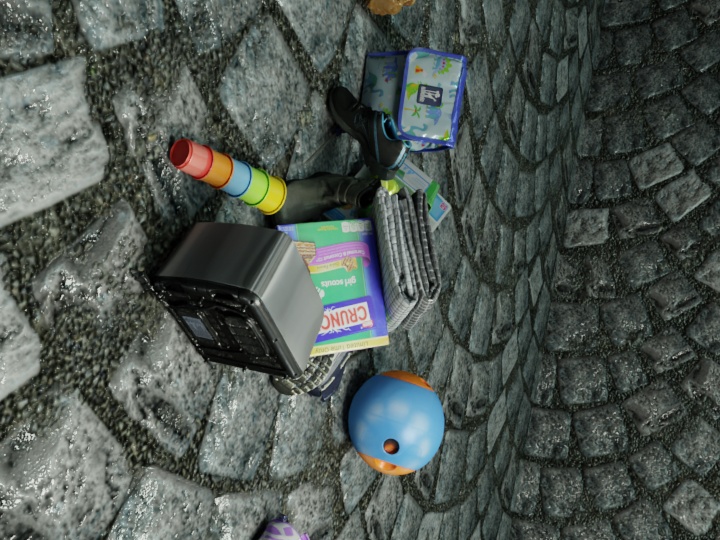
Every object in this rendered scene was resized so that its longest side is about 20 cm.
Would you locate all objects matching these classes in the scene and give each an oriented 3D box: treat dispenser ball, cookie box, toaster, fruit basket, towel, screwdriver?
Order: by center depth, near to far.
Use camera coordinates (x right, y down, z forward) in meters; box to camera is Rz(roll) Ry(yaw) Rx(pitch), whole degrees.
[{"bbox_3d":[-0.164,0.036,0.894,0.120,0.176,0.202,-64,147,-35],"label":"toaster"},{"bbox_3d":[-0.053,0.029,1.067,0.167,0.075,0.206,-6,85,-23],"label":"cookie box"},{"bbox_3d":[0.067,-0.019,1.096,0.166,0.083,0.206,113,-30,-70],"label":"towel"},{"bbox_3d":[-0.055,-0.235,1.193,0.200,0.028,0.028,-49,137,-40],"label":"screwdriver"},{"bbox_3d":[0.055,-0.118,1.248,0.201,0.184,0.094,-48,175,-34],"label":"fruit basket"},{"bbox_3d":[0.072,0.306,1.361,0.200,0.196,0.207,-21,115,-58],"label":"treat dispenser ball"}]

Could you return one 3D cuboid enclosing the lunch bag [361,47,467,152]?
[{"bbox_3d":[0.100,-0.319,1.276,0.127,0.195,0.175,11,87,-61],"label":"lunch bag"}]

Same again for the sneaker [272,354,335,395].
[{"bbox_3d":[-0.075,0.133,1.160,0.200,0.089,0.079,-46,101,-14],"label":"sneaker"}]

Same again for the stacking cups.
[{"bbox_3d":[-0.187,-0.132,0.947,0.198,0.059,0.062,18,81,-56],"label":"stacking cups"}]

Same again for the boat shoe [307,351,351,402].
[{"bbox_3d":[-0.047,0.149,1.253,0.201,0.073,0.094,-50,146,-35],"label":"boat shoe"}]

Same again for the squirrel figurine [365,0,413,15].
[{"bbox_3d":[0.061,-0.590,1.247,0.202,0.137,0.190,81,19,-53],"label":"squirrel figurine"}]

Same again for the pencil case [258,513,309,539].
[{"bbox_3d":[-0.160,0.510,1.098,0.201,0.084,0.085,-54,138,-41],"label":"pencil case"}]

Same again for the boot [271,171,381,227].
[{"bbox_3d":[-0.051,-0.121,1.112,0.200,0.128,0.070,-40,130,-51],"label":"boot"}]

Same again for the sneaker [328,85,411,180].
[{"bbox_3d":[0.019,-0.255,1.168,0.072,0.202,0.082,-13,152,-50],"label":"sneaker"}]
